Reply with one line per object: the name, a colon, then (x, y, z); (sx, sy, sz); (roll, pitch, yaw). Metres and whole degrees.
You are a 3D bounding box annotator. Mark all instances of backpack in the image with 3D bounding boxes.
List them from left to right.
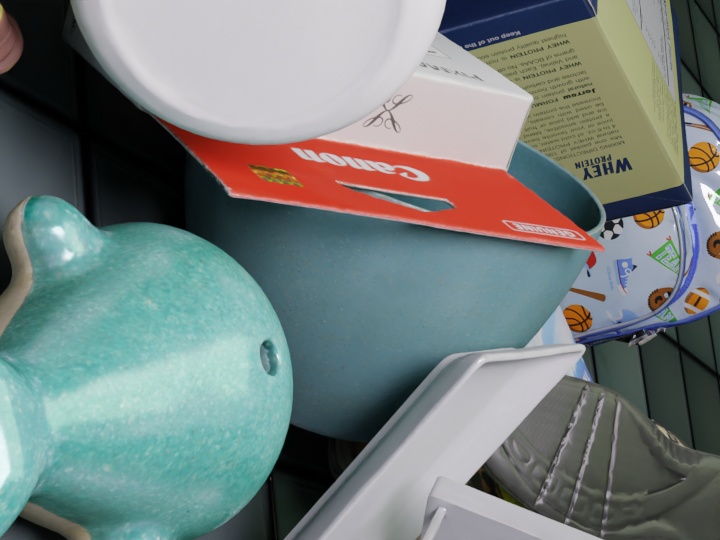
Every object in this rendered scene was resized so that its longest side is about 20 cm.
backpack: (0.188, -0.039, 1.437); (0.154, 0.189, 0.202); (-45, 119, -70)

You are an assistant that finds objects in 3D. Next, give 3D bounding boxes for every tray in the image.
tray: (0.012, 0.099, 0.917); (0.022, 0.200, 0.107); (48, 23, 20)

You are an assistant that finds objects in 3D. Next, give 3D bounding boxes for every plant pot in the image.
plant pot: (0.000, 0.000, 0.966); (0.136, 0.199, 0.200); (-70, 168, 18)

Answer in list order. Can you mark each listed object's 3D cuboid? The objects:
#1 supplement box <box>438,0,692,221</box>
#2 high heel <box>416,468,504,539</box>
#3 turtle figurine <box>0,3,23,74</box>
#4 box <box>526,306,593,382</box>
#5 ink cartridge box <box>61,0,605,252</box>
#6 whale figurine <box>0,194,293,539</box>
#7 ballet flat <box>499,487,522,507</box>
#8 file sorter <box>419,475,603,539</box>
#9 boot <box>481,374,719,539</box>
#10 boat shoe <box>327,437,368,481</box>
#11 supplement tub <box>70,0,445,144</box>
supplement box: (0.062, -0.123, 1.137); (0.200, 0.198, 0.135); (50, 34, -50)
high heel: (0.060, 0.105, 1.173); (0.201, 0.071, 0.143); (58, 32, -17)
turtle figurine: (-0.148, -0.148, 0.726); (0.161, 0.064, 0.202); (52, 53, -66)
box: (0.098, 0.039, 1.339); (0.201, 0.047, 0.122); (64, 23, -18)
ink cartridge box: (-0.007, -0.073, 0.883); (0.199, 0.173, 0.044); (7, 111, -35)
whale figurine: (-0.092, 0.047, 0.767); (0.200, 0.103, 0.161); (-10, 88, -70)
ballet flat: (0.070, 0.054, 1.225); (0.067, 0.067, 0.202); (6, 71, -51)
file sorter: (0.065, 0.223, 0.922); (0.125, 0.138, 0.201); (-58, 163, -45)
boot: (0.107, 0.103, 1.075); (0.202, 0.153, 0.074); (23, 81, -28)
boat shoe: (0.039, 0.039, 1.082); (0.075, 0.072, 0.201); (29, 45, -20)
supplement tub: (-0.035, -0.155, 0.799); (0.201, 0.139, 0.141); (-87, 156, -55)
